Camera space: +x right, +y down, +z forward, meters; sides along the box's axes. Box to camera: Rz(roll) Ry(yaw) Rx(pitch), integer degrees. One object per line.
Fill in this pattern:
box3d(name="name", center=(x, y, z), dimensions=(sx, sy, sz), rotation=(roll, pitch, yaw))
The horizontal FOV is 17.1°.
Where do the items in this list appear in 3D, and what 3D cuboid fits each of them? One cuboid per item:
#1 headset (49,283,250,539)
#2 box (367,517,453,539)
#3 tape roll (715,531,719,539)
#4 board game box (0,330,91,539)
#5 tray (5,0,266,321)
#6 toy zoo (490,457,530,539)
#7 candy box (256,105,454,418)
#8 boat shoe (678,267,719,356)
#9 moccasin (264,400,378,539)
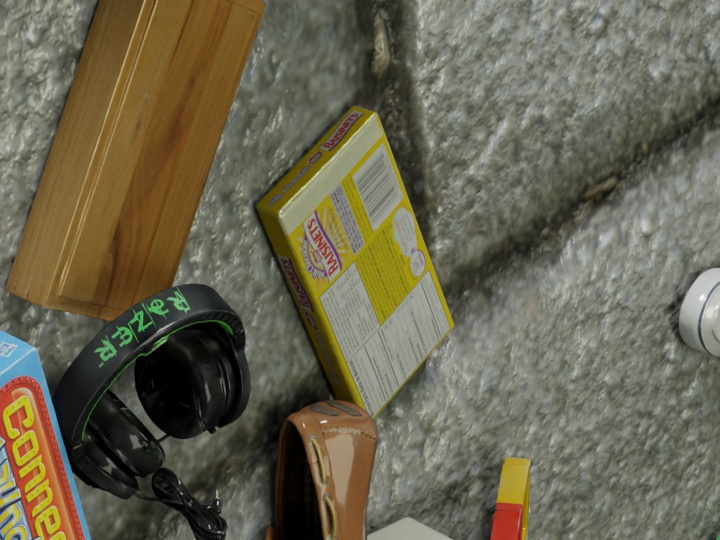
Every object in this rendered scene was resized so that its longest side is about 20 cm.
box3d(name="headset", center=(-0.112, 0.090, 1.375), dimensions=(0.123, 0.094, 0.200), rotation=(-35, 156, -20))
box3d(name="box", center=(0.027, 0.285, 1.670), dimensions=(0.095, 0.078, 0.200), rotation=(-19, 121, -40))
box3d(name="tape roll", center=(0.366, 0.300, 2.099), dimensions=(0.200, 0.048, 0.201), rotation=(-3, 94, -50))
box3d(name="board game box", center=(-0.241, 0.162, 1.296), dimensions=(0.196, 0.056, 0.200), rotation=(-39, 134, -34))
box3d(name="tray", center=(-0.125, -0.071, 1.350), dimensions=(0.099, 0.037, 0.200), rotation=(15, 96, -53))
box3d(name="toy zoo", center=(0.104, 0.225, 1.712), dimensions=(0.200, 0.020, 0.131), rotation=(-73, 166, -60))
box3d(name="candy box", center=(0.000, 0.000, 1.549), dimensions=(0.102, 0.026, 0.200), rotation=(-45, 137, -25))
box3d(name="boat shoe", center=(0.329, 0.047, 1.954), dimensions=(0.200, 0.065, 0.074), rotation=(13, 96, -53))
box3d(name="moccasin", center=(-0.034, 0.185, 1.557), dimensions=(0.078, 0.074, 0.202), rotation=(-9, 117, -40))
